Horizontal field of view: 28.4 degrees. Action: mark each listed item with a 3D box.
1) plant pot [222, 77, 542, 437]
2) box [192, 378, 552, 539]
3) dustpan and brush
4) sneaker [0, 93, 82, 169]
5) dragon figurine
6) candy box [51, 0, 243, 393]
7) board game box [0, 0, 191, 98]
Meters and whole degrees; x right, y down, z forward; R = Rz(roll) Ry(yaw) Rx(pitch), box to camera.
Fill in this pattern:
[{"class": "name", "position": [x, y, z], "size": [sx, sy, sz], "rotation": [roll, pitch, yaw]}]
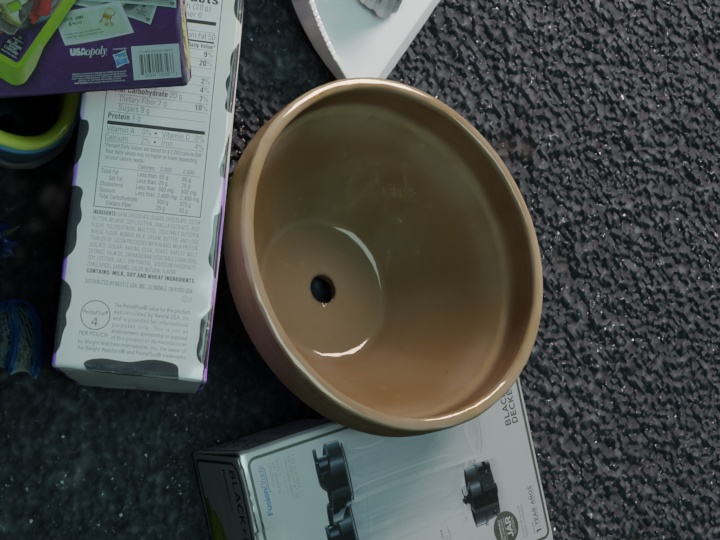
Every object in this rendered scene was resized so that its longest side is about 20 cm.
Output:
[{"class": "plant pot", "position": [0.000, 0.000, 0.811], "size": [0.200, 0.093, 0.202], "rotation": [11, 68, -30]}, {"class": "box", "position": [0.011, 0.134, 0.836], "size": [0.199, 0.060, 0.117], "rotation": [-16, 95, -33]}, {"class": "dustpan and brush", "position": [-0.017, -0.216, 0.847], "size": [0.200, 0.057, 0.140], "rotation": [43, 65, -22]}, {"class": "sneaker", "position": [-0.194, -0.139, 0.681], "size": [0.079, 0.130, 0.200], "rotation": [-38, 106, -12]}, {"class": "dragon figurine", "position": [-0.187, 0.045, 0.672], "size": [0.059, 0.200, 0.100], "rotation": [10, 119, -29]}, {"class": "candy box", "position": [-0.103, -0.043, 0.709], "size": [0.071, 0.168, 0.201], "rotation": [5, 82, -7]}, {"class": "board game box", "position": [-0.175, -0.132, 0.601], "size": [0.199, 0.032, 0.121], "rotation": [-3, 107, -2]}]
